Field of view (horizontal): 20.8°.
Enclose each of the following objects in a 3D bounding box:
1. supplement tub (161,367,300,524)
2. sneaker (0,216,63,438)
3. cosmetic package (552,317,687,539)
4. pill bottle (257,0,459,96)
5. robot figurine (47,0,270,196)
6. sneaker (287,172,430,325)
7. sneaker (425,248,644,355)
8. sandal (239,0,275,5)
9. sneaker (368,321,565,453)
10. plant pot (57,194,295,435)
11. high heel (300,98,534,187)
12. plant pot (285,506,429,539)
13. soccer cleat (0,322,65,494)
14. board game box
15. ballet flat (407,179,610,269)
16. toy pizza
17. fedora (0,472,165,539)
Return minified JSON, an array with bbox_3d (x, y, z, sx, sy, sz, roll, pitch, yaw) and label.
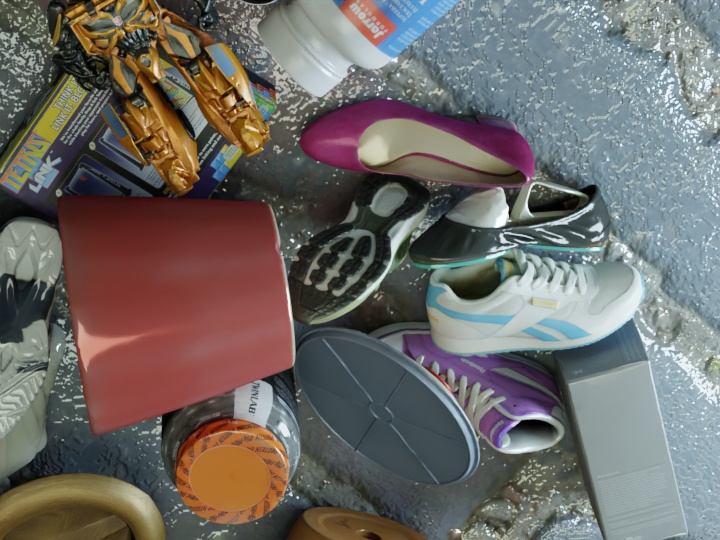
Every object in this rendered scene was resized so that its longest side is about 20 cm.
[{"bbox_3d":[-0.116,0.130,1.742,0.122,0.200,0.123,-2,117,-4],"label":"supplement tub"},{"bbox_3d":[-0.312,0.051,1.716,0.079,0.130,0.199,9,89,-12],"label":"sneaker"},{"bbox_3d":[0.241,0.150,1.838,0.090,0.107,0.200,-13,119,2],"label":"cosmetic package"},{"bbox_3d":[0.015,-0.237,1.615,0.200,0.112,0.112,-41,113,15],"label":"pill bottle"},{"bbox_3d":[-0.164,-0.166,1.603,0.145,0.058,0.200,-30,115,10],"label":"robot figurine"},{"bbox_3d":[0.000,0.000,1.705,0.077,0.200,0.089,23,133,19],"label":"sneaker"},{"bbox_3d":[0.159,0.022,1.775,0.200,0.077,0.081,-10,132,0],"label":"sneaker"},{"bbox_3d":[-0.090,-0.244,1.552,0.079,0.207,0.059,18,90,-9],"label":"sandal"},{"bbox_3d":[0.096,0.111,1.801,0.200,0.114,0.073,13,117,-10],"label":"sneaker"},{"bbox_3d":[-0.153,0.025,1.636,0.177,0.200,0.201,-9,118,-7],"label":"plant pot"},{"bbox_3d":[0.049,-0.099,1.697,0.200,0.096,0.067,5,117,-8],"label":"high heel"},{"bbox_3d":[-0.009,0.314,1.861,0.200,0.200,0.140,14,99,-12],"label":"plant pot"},{"bbox_3d":[-0.312,0.127,1.802,0.078,0.069,0.200,26,119,-22],"label":"soccer cleat"},{"bbox_3d":[-0.195,-0.117,1.690,0.165,0.057,0.200,33,110,-17],"label":"board game box"},{"bbox_3d":[0.131,-0.047,1.738,0.200,0.068,0.069,-7,108,-27],"label":"ballet flat"},{"bbox_3d":[0.026,0.119,1.787,0.200,0.032,0.200,27,147,19],"label":"toy pizza"},{"bbox_3d":[-0.284,0.252,1.849,0.200,0.082,0.201,-7,122,-10],"label":"fedora"}]
